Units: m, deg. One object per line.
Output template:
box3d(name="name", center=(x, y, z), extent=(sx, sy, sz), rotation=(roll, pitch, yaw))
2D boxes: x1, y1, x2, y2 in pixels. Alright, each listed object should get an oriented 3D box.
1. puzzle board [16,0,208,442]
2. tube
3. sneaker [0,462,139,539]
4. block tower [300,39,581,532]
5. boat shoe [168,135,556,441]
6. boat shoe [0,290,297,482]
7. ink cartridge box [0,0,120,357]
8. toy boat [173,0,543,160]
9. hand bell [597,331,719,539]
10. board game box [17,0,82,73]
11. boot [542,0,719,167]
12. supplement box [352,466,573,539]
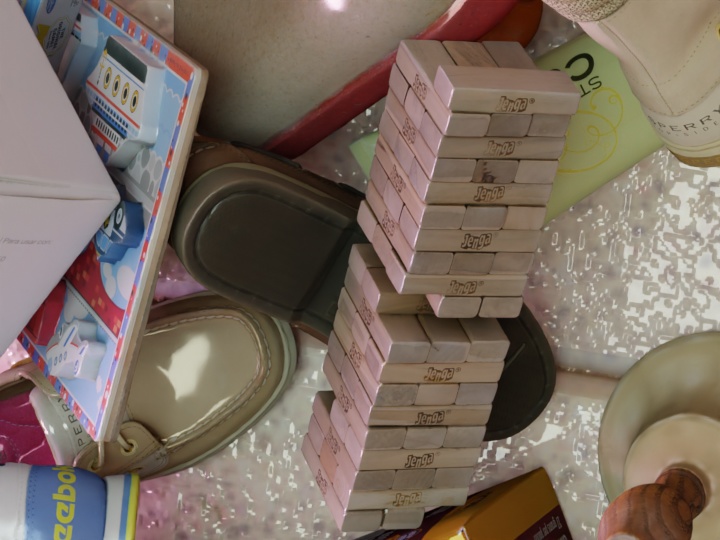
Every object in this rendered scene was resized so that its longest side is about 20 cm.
box3d(name="puzzle board", center=(-0.116, -0.032, 1.180), extent=(0.017, 0.200, 0.151), rotation=(10, 102, -23))
box3d(name="tube", center=(0.095, -0.065, 1.171), extent=(0.200, 0.052, 0.058), rotation=(-29, 53, 21))
box3d(name="sneaker", center=(-0.158, 0.133, 1.219), extent=(0.200, 0.082, 0.074), rotation=(129, 145, -52))
box3d(name="block tower", center=(0.028, 0.004, 1.101), extent=(0.054, 0.058, 0.201), rotation=(-1, 125, -23))
box3d(name="boat shoe", center=(0.000, 0.000, 1.168), extent=(0.200, 0.068, 0.072), rotation=(35, 100, -34))
box3d(name="boat shoe", center=(-0.122, 0.067, 1.243), extent=(0.199, 0.069, 0.074), rotation=(-26, 88, 19))
box3d(name="ink cartridge box", center=(-0.201, -0.018, 1.158), extent=(0.200, 0.084, 0.145), rotation=(-50, 55, 32))
box3d(name="toy boat", center=(0.018, -0.118, 1.155), extent=(0.200, 0.130, 0.131), rotation=(-31, 54, 51))
box3d(name="hand bell", center=(0.120, 0.090, 1.101), extent=(0.104, 0.200, 0.105), rotation=(2, 98, 17))
box3d(name="board game box", center=(-0.206, -0.073, 1.242), extent=(0.134, 0.034, 0.201), rotation=(34, 118, 19))
box3d(name="boot", center=(0.105, -0.158, 1.071), extent=(0.073, 0.155, 0.201), rotation=(-10, 62, 30))
box3d(name="supplement box", center=(0.009, 0.215, 1.186), extent=(0.199, 0.133, 0.198), rotation=(-22, 89, 19))
